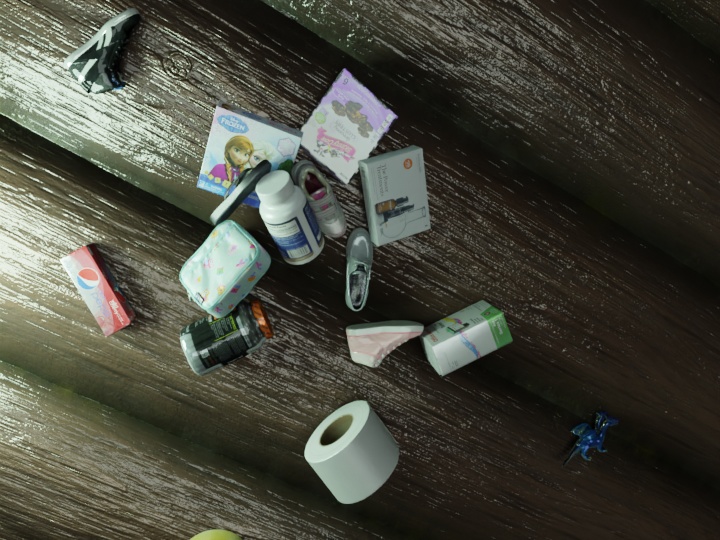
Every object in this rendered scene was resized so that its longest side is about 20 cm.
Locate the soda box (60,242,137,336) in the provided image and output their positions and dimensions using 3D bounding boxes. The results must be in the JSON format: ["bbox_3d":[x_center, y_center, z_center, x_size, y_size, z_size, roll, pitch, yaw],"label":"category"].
[{"bbox_3d":[-0.597,0.044,1.360,0.069,0.063,0.203,-27,102,-4],"label":"soda box"}]

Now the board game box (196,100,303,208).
[{"bbox_3d":[-0.251,-0.250,1.344,0.195,0.041,0.203,17,120,-12],"label":"board game box"}]

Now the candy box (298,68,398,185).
[{"bbox_3d":[-0.038,-0.331,1.390,0.167,0.072,0.202,37,92,-14],"label":"candy box"}]

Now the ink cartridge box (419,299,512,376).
[{"bbox_3d":[0.256,0.165,1.486,0.196,0.145,0.086,-25,102,-4],"label":"ink cartridge box"}]

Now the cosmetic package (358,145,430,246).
[{"bbox_3d":[0.084,-0.178,1.413,0.148,0.052,0.205,-20,117,-20],"label":"cosmetic package"}]

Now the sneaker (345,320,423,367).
[{"bbox_3d":[0.064,0.185,1.491,0.195,0.075,0.108,-5,96,-1],"label":"sneaker"}]

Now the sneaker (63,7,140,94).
[{"bbox_3d":[-0.530,-0.462,1.289,0.198,0.073,0.113,-36,107,6],"label":"sneaker"}]

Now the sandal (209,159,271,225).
[{"bbox_3d":[-0.276,-0.179,1.325,0.199,0.076,0.043,-41,89,22],"label":"sandal"}]

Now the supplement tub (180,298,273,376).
[{"bbox_3d":[-0.311,0.152,1.397,0.196,0.123,0.125,-24,103,-4],"label":"supplement tub"}]

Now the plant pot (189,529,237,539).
[{"bbox_3d":[-0.369,0.781,1.482,0.194,0.142,0.206,-2,99,-10],"label":"plant pot"}]

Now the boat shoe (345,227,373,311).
[{"bbox_3d":[-0.001,0.000,1.451,0.068,0.072,0.207,2,99,-10],"label":"boat shoe"}]

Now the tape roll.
[{"bbox_3d":[-0.021,0.441,1.456,0.201,0.203,0.140,-38,104,-2],"label":"tape roll"}]

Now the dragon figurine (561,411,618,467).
[{"bbox_3d":[0.623,0.463,1.643,0.196,0.059,0.102,-20,102,-6],"label":"dragon figurine"}]

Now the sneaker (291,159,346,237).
[{"bbox_3d":[-0.096,-0.163,1.399,0.081,0.088,0.202,-34,103,-2],"label":"sneaker"}]

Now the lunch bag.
[{"bbox_3d":[-0.317,-0.005,1.362,0.200,0.077,0.160,-47,63,-2],"label":"lunch bag"}]

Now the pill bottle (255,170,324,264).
[{"bbox_3d":[-0.162,-0.120,1.344,0.109,0.112,0.202,-26,132,-5],"label":"pill bottle"}]
